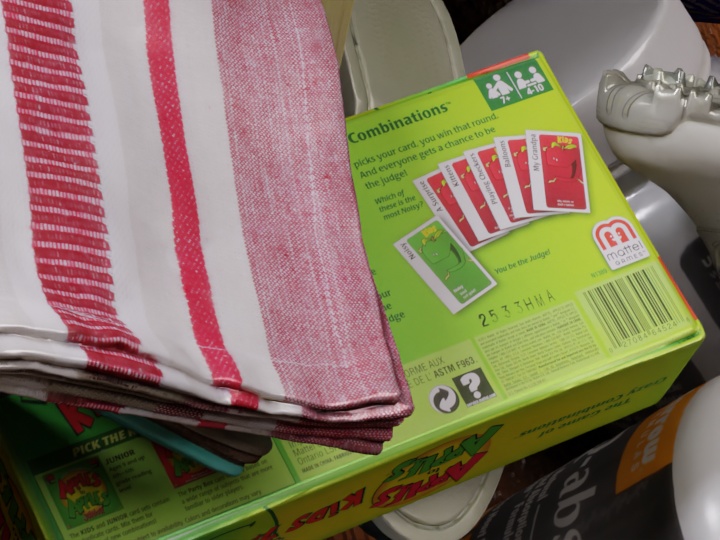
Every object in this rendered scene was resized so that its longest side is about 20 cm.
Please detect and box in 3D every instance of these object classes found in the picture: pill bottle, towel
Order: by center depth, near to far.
[{"bbox_3d":[-0.081,-0.035,0.619,0.199,0.023,0.145,12,51,-35],"label":"towel"},{"bbox_3d":[0.113,0.099,0.822,0.116,0.200,0.117,24,48,-30],"label":"pill bottle"},{"bbox_3d":[0.114,-0.003,0.921,0.200,0.113,0.113,55,37,-27],"label":"pill bottle"}]

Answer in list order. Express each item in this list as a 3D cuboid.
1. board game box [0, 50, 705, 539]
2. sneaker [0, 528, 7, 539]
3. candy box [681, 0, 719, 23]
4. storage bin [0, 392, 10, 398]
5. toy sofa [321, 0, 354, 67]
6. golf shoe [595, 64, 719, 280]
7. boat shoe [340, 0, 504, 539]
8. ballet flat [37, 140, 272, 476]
[{"bbox_3d":[-0.015,0.018,0.726,0.199,0.048,0.102,-20,68,-24],"label":"board game box"},{"bbox_3d":[-0.038,0.083,0.783,0.199,0.079,0.131,33,46,-24],"label":"sneaker"},{"bbox_3d":[0.125,-0.137,0.958,0.169,0.199,0.078,11,87,-65],"label":"candy box"},{"bbox_3d":[-0.208,0.041,0.615,0.199,0.145,0.135,29,81,-27],"label":"storage bin"},{"bbox_3d":[-0.092,-0.105,0.788,0.097,0.083,0.200,-11,45,-30],"label":"toy sofa"},{"bbox_3d":[0.147,0.000,0.834,0.199,0.078,0.098,22,90,-33],"label":"golf shoe"},{"bbox_3d":[-0.002,-0.001,0.815,0.074,0.066,0.201,10,61,-38],"label":"boat shoe"},{"bbox_3d":[-0.104,-0.016,0.649,0.199,0.067,0.064,25,87,2],"label":"ballet flat"}]
